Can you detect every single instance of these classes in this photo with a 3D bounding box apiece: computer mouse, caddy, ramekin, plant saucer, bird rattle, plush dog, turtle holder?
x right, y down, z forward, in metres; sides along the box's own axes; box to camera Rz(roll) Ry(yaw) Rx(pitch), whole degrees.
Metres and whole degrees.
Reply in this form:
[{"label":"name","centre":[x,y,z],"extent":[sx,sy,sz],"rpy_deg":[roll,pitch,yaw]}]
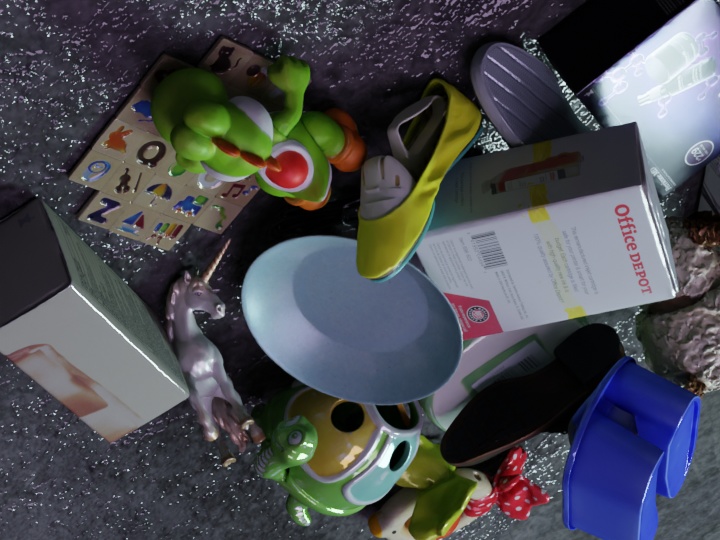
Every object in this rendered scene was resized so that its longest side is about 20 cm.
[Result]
[{"label":"computer mouse","centre":[0.000,0.000,1.537],"extent":[0.140,0.046,0.201],"rpy_deg":[-13,131,0]},{"label":"caddy","centre":[0.239,0.169,1.581],"extent":[0.142,0.105,0.200],"rpy_deg":[-55,156,-28]},{"label":"ramekin","centre":[0.127,0.068,1.654],"extent":[0.199,0.098,0.201],"rpy_deg":[-17,140,-15]},{"label":"plant saucer","centre":[-0.004,0.034,1.482],"extent":[0.200,0.039,0.202],"rpy_deg":[11,135,11]},{"label":"bird rattle","centre":[0.096,0.244,1.866],"extent":[0.163,0.113,0.200],"rpy_deg":[-38,156,29]},{"label":"plush dog","centre":[0.312,0.031,1.652],"extent":[0.200,0.173,0.160],"rpy_deg":[-23,-178,43]},{"label":"turtle holder","centre":[-0.027,0.148,1.607],"extent":[0.131,0.142,0.185],"rpy_deg":[-34,136,31]}]

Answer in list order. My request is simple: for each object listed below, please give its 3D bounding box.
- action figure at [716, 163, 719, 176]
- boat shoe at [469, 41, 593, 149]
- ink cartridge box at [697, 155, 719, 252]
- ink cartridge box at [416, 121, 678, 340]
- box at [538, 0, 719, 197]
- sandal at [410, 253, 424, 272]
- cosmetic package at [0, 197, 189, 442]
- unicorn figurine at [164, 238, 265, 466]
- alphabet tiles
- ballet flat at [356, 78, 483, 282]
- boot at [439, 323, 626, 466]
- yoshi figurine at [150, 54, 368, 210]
[{"label":"action figure","centre":[0.411,-0.092,1.559],"extent":[0.200,0.069,0.130],"rpy_deg":[-38,113,-6]},{"label":"boat shoe","centre":[0.150,-0.120,1.479],"extent":[0.200,0.067,0.074],"rpy_deg":[44,68,-28]},{"label":"ink cartridge box","centre":[0.417,-0.069,1.694],"extent":[0.144,0.085,0.201],"rpy_deg":[-18,140,-14]},{"label":"ink cartridge box","centre":[0.157,-0.031,1.452],"extent":[0.199,0.084,0.145],"rpy_deg":[-11,136,15]},{"label":"box","centre":[0.265,-0.171,1.494],"extent":[0.141,0.079,0.200],"rpy_deg":[-36,142,13]},{"label":"sandal","centre":[0.090,-0.047,1.544],"extent":[0.206,0.059,0.079],"rpy_deg":[-22,130,25]},{"label":"cosmetic package","centre":[-0.233,0.045,1.401],"extent":[0.087,0.104,0.200],"rpy_deg":[-31,141,5]},{"label":"unicorn figurine","centre":[-0.134,0.088,1.508],"extent":[0.074,0.138,0.200],"rpy_deg":[-18,157,-22]},{"label":"alphabet tiles","centre":[-0.134,-0.098,1.379],"extent":[0.166,0.006,0.200],"rpy_deg":[20,121,-44]},{"label":"ballet flat","centre":[0.036,-0.081,1.394],"extent":[0.067,0.200,0.067],"rpy_deg":[-6,131,43]},{"label":"boot","centre":[0.174,0.140,1.624],"extent":[0.199,0.075,0.097],"rpy_deg":[-33,139,2]},{"label":"yoshi figurine","centre":[-0.089,-0.111,1.335],"extent":[0.111,0.113,0.200],"rpy_deg":[-1,173,32]}]
